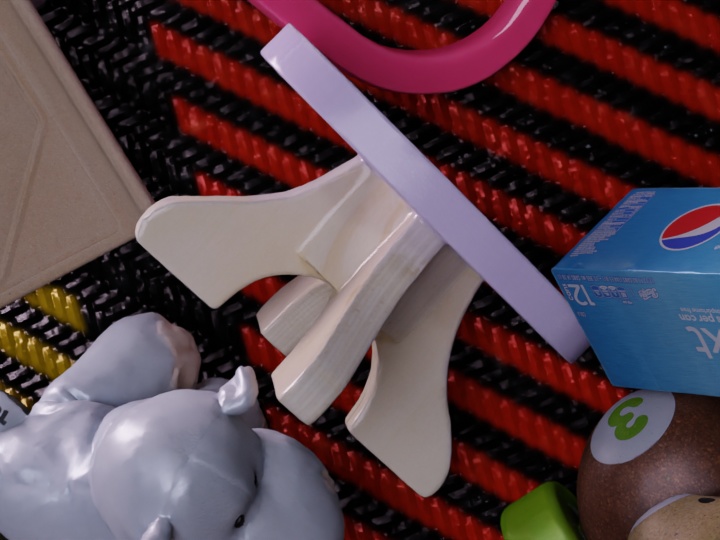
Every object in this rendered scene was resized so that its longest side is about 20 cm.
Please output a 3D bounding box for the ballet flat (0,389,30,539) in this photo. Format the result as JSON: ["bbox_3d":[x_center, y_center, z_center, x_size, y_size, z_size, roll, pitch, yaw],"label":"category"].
[{"bbox_3d":[-0.153,0.140,1.025,0.200,0.064,0.067,46,102,16],"label":"ballet flat"}]

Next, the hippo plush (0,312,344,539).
[{"bbox_3d":[-0.086,0.082,0.925,0.161,0.200,0.160,-16,42,50],"label":"hippo plush"}]

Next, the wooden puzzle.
[{"bbox_3d":[-0.226,-0.063,1.051,0.200,0.037,0.185,-25,106,18],"label":"wooden puzzle"}]

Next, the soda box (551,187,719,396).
[{"bbox_3d":[0.176,0.010,0.828,0.200,0.064,0.068,3,128,53],"label":"soda box"}]

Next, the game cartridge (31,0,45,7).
[{"bbox_3d":[-0.164,-0.232,1.040,0.133,0.040,0.200,35,93,-7],"label":"game cartridge"}]

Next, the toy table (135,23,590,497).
[{"bbox_3d":[0.000,0.000,0.928,0.200,0.184,0.117,44,93,0],"label":"toy table"}]

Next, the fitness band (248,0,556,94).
[{"bbox_3d":[0.005,-0.172,0.951,0.200,0.037,0.144,37,94,-18],"label":"fitness band"}]

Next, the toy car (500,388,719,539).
[{"bbox_3d":[0.139,0.119,0.847,0.164,0.200,0.158,-35,76,14],"label":"toy car"}]
